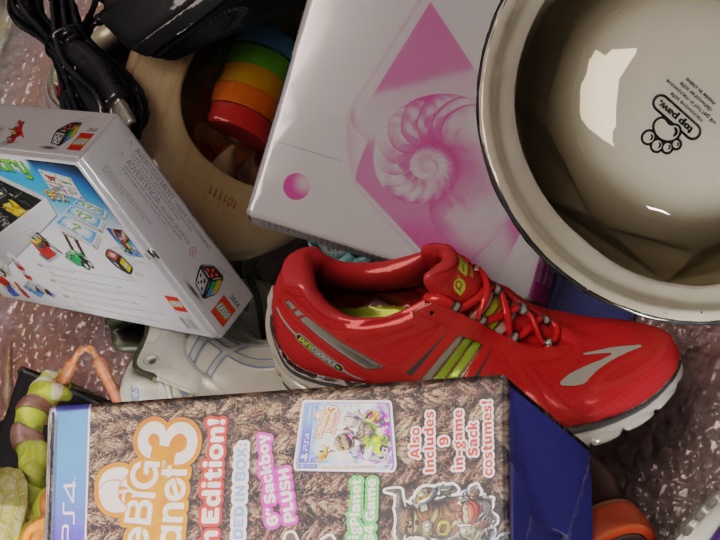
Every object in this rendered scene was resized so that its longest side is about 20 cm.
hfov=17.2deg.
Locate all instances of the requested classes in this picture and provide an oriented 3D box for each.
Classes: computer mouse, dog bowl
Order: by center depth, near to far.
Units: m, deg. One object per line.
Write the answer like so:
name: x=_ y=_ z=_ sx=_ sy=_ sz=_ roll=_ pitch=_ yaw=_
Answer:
dog bowl: x=0.152 y=-0.075 z=1.099 sx=0.198 sy=0.074 sz=0.202 roll=0 pitch=88 yaw=1
computer mouse: x=-0.079 y=-0.156 z=1.209 sx=0.199 sy=0.053 sz=0.139 roll=-28 pitch=56 yaw=-5

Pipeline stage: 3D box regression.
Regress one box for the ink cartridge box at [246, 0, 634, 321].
ink cartridge box: x=0.065 y=-0.091 z=1.157 sx=0.198 sy=0.043 sz=0.198 roll=16 pitch=88 yaw=1

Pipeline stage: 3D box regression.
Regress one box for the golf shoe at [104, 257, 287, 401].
golf shoe: x=-0.070 y=0.066 z=1.213 sx=0.097 sy=0.079 sz=0.200 roll=-18 pitch=32 yaw=-12

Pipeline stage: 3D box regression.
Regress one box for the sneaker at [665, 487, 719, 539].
sneaker: x=0.156 y=0.186 z=1.073 sx=0.099 sy=0.070 sz=0.201 roll=34 pitch=78 yaw=5

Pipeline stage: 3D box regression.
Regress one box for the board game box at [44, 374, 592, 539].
board game box: x=-0.013 y=0.114 z=1.016 sx=0.198 sy=0.159 sz=0.098 roll=-5 pitch=74 yaw=17

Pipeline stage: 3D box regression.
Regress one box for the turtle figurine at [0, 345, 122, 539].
turtle figurine: x=-0.192 y=0.144 z=1.240 sx=0.161 sy=0.064 sz=0.202 roll=-19 pitch=63 yaw=42

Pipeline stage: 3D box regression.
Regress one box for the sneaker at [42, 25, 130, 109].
sneaker: x=-0.151 y=-0.081 z=1.343 sx=0.081 sy=0.088 sz=0.201 roll=40 pitch=99 yaw=35

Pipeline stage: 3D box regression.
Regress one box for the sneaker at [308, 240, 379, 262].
sneaker: x=0.000 y=0.000 z=1.216 sx=0.077 sy=0.086 sz=0.202 roll=-3 pitch=77 yaw=33

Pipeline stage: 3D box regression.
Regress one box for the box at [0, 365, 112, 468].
box: x=-0.150 y=0.172 z=1.271 sx=0.199 sy=0.050 sz=0.200 roll=20 pitch=89 yaw=47

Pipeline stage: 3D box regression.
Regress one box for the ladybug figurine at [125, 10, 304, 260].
ladybug figurine: x=-0.065 y=-0.089 z=1.268 sx=0.072 sy=0.135 sz=0.201 roll=-37 pitch=26 yaw=56

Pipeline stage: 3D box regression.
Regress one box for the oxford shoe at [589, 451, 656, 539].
oxford shoe: x=0.043 y=0.158 z=1.118 sx=0.200 sy=0.071 sz=0.073 roll=-37 pitch=54 yaw=6

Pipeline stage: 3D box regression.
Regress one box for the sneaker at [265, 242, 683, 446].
sneaker: x=0.051 y=0.029 z=1.110 sx=0.198 sy=0.085 sz=0.077 roll=5 pitch=37 yaw=8

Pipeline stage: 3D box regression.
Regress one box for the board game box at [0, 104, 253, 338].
board game box: x=-0.156 y=-0.029 z=1.226 sx=0.199 sy=0.127 sz=0.035 roll=9 pitch=52 yaw=49
